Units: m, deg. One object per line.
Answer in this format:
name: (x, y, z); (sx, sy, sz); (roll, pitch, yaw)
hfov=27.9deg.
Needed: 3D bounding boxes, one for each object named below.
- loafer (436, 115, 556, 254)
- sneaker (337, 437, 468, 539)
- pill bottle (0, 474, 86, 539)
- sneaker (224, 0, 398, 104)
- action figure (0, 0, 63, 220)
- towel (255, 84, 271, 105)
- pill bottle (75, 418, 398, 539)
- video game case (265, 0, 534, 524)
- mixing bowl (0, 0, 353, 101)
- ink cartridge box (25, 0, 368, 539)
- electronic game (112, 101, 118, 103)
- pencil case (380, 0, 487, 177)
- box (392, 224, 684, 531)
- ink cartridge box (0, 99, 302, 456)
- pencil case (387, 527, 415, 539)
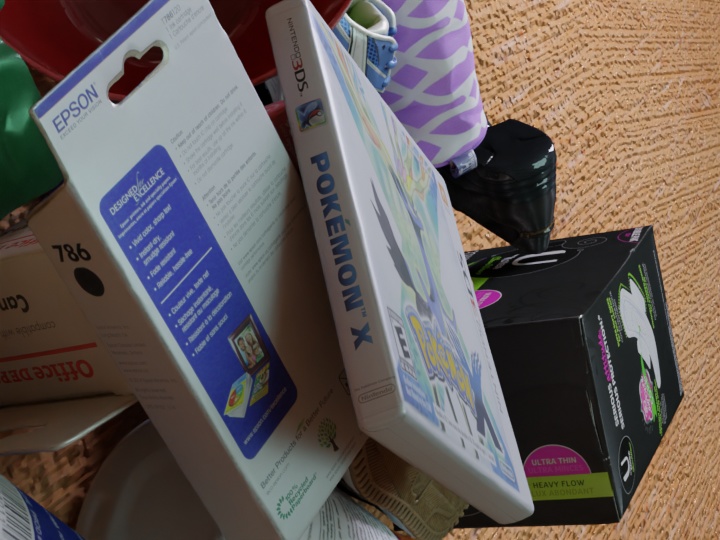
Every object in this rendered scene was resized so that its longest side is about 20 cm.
loafer: (0.063, -0.071, 0.973); (0.200, 0.072, 0.073); (44, -28, 57)
sneaker: (-0.009, 0.070, 0.744); (0.070, 0.108, 0.200); (-51, 151, -14)
pill bottle: (-0.134, 0.147, 0.528); (0.200, 0.115, 0.117); (52, 38, -43)
sneaker: (-0.011, -0.102, 0.799); (0.076, 0.076, 0.201); (-92, 164, -48)
action figure: (-0.193, -0.027, 0.542); (0.201, 0.054, 0.119); (-58, 134, -45)
towel: (-0.026, -0.190, 0.890); (0.112, 0.048, 0.201); (50, 55, -48)
pill bottle: (-0.040, 0.156, 0.716); (0.200, 0.112, 0.114); (46, 42, -48)
video game case: (0.022, 0.005, 0.630); (0.200, 0.022, 0.184); (43, 30, -62)
mixing bowl: (-0.095, -0.161, 0.677); (0.108, 0.198, 0.202); (129, -45, -78)
ink cartridge box: (-0.056, -0.001, 0.543); (0.100, 0.039, 0.201); (-51, 127, -40)
electronic game: (-0.086, -0.019, 0.765); (0.199, 0.041, 0.202); (20, 65, -51)
pencil case: (0.017, -0.154, 0.853); (0.085, 0.084, 0.202); (-26, 121, -19)
box: (0.105, 0.063, 0.903); (0.200, 0.147, 0.126); (-36, 115, -63)
ink cartridge box: (-0.102, 0.001, 0.610); (0.200, 0.116, 0.068); (-40, 111, -45)
pencil case: (0.042, 0.218, 0.898); (0.200, 0.088, 0.089); (38, 47, -52)
